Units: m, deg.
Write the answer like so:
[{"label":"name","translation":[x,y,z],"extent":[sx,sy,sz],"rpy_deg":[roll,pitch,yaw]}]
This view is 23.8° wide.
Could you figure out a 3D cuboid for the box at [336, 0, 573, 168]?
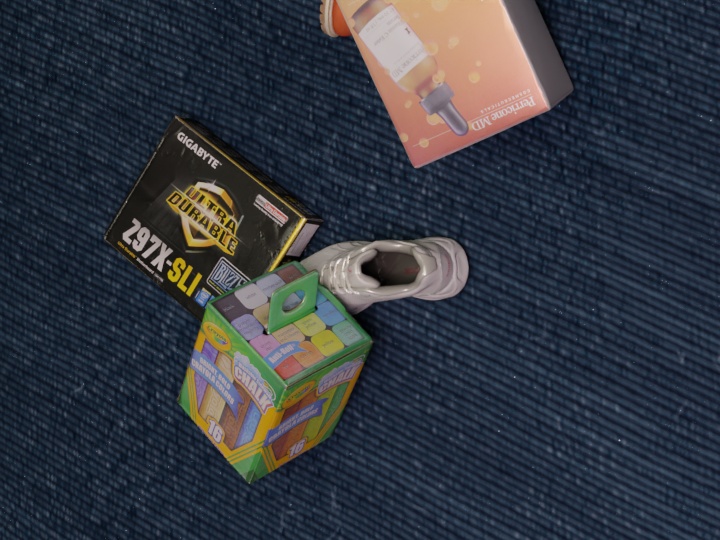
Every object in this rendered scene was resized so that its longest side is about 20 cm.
[{"label":"box","translation":[0.088,-0.224,1.625],"extent":[0.152,0.106,0.200],"rpy_deg":[-23,96,24]}]

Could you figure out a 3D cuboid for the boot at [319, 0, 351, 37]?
[{"label":"boot","translation":[0.039,-0.307,1.711],"extent":[0.107,0.075,0.200],"rpy_deg":[37,102,19]}]

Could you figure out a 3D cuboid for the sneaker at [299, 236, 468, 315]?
[{"label":"sneaker","translation":[0.000,0.000,1.690],"extent":[0.199,0.099,0.078],"rpy_deg":[-12,81,26]}]

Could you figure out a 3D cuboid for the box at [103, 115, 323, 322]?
[{"label":"box","translation":[-0.158,-0.043,1.804],"extent":[0.200,0.049,0.160],"rpy_deg":[39,105,24]}]

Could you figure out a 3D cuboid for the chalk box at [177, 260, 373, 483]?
[{"label":"chalk box","translation":[-0.079,0.084,1.665],"extent":[0.124,0.124,0.200],"rpy_deg":[46,139,22]}]
